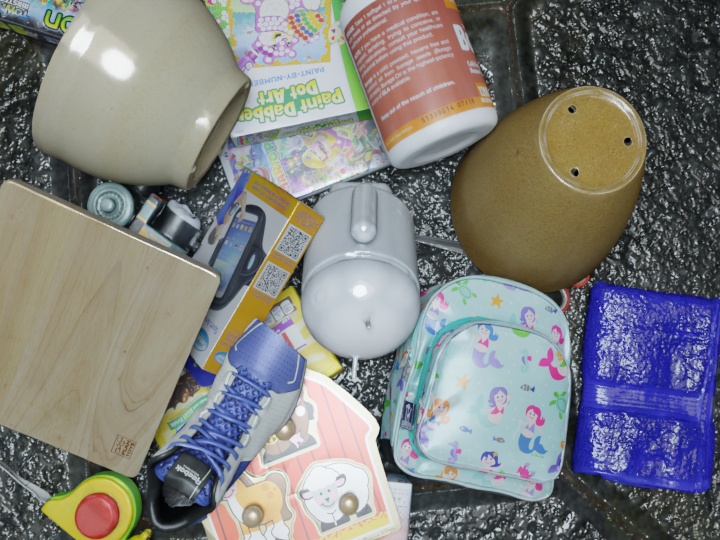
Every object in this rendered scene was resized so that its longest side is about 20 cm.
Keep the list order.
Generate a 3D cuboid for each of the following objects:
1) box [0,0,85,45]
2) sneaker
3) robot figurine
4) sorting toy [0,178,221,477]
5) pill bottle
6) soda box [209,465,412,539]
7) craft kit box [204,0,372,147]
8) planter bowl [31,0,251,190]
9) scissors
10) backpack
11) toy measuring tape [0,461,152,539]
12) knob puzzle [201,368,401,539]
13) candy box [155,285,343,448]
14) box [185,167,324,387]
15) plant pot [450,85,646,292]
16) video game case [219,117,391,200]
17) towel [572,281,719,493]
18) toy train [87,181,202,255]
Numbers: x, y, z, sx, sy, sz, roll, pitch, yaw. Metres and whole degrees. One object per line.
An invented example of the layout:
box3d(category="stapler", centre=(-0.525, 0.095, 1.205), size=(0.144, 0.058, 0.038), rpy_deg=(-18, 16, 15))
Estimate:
box3d(category="box", centre=(-0.291, -0.289, 0.839), size=(0.196, 0.035, 0.112), rpy_deg=(17, 84, 0))
box3d(category="sneaker", centre=(-0.118, 0.145, 0.671), size=(0.080, 0.115, 0.201), rpy_deg=(33, 89, -1))
box3d(category="robot figurine", centre=(0.000, 0.000, 0.753), size=(0.110, 0.172, 0.202), rpy_deg=(-1, 46, 1))
box3d(category="sorting toy", centre=(-0.250, 0.049, 0.713), size=(0.196, 0.070, 0.203), rpy_deg=(24, 98, -8))
box3d(category="pill bottle", centre=(0.046, -0.210, 0.745), size=(0.110, 0.112, 0.204), rpy_deg=(-20, 86, -4))
box3d(category="soda box", centre=(-0.048, 0.229, 0.781), size=(0.195, 0.064, 0.070), rpy_deg=(7, 84, -2))
box3d(category="craft kit box", centre=(-0.057, -0.248, 0.822), size=(0.196, 0.049, 0.202), rpy_deg=(-13, 88, -3))
box3d(category="planter bowl", centre=(-0.183, -0.160, 0.725), size=(0.133, 0.200, 0.203), rpy_deg=(31, 84, -6))
box3d(category="scissors", centre=(0.148, -0.020, 0.839), size=(0.197, 0.014, 0.074), rpy_deg=(28, 85, 3))
box3d(category="backpack", centre=(0.116, 0.107, 0.761), size=(0.174, 0.151, 0.204), rpy_deg=(14, 77, -8))
box3d(category="toy measuring tape", centre=(-0.279, 0.209, 0.773), size=(0.199, 0.074, 0.074), rpy_deg=(39, 84, 2))
box3d(category="knob puzzle", centre=(-0.074, 0.179, 0.739), size=(0.214, 0.030, 0.225), rpy_deg=(0, 83, -1))
box3d(category="candy box", centre=(-0.125, 0.113, 0.803), size=(0.198, 0.026, 0.103), rpy_deg=(-34, 81, -5))
box3d(category="box", centre=(-0.125, 0.009, 0.768), size=(0.041, 0.119, 0.202), rpy_deg=(32, 90, -40))
box3d(category="plant pot", centre=(0.190, -0.088, 0.745), size=(0.182, 0.200, 0.191), rpy_deg=(0, 80, -2))
box3d(category="video game case", centre=(-0.058, -0.154, 0.842), size=(0.197, 0.018, 0.146), rpy_deg=(-21, 86, -4))
box3d(category="towel", centre=(0.300, 0.119, 0.810), size=(0.144, 0.050, 0.205), rpy_deg=(7, 84, -2))
box3d(category="toy train", centre=(-0.244, 0.003, 0.788), size=(0.113, 0.085, 0.202), rpy_deg=(34, 87, -3))
